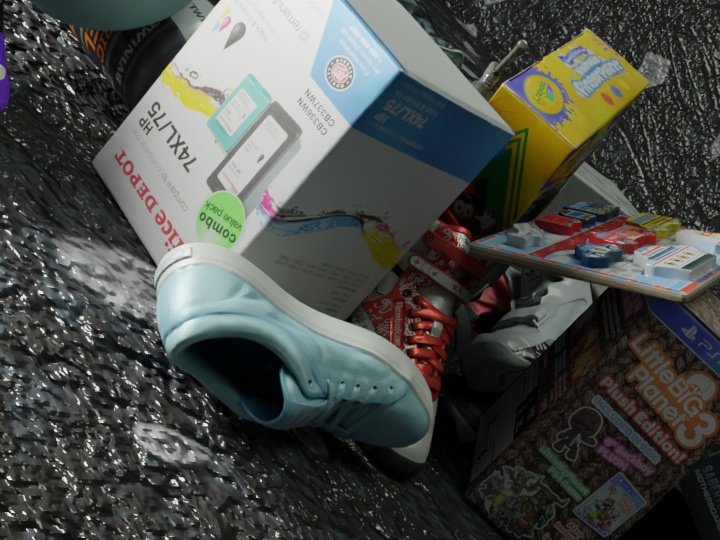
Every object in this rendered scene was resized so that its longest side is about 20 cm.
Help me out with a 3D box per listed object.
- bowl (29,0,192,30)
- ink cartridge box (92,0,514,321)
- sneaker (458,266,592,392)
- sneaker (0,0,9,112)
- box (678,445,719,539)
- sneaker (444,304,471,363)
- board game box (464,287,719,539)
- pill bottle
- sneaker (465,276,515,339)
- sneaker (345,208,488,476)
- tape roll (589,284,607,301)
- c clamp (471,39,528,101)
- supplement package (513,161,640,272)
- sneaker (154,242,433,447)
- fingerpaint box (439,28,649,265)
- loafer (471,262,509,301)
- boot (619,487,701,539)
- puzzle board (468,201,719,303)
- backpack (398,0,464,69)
[{"bbox_3d":[-0.174,-0.245,0.932,0.201,0.200,0.105,51,-23,26],"label":"bowl"},{"bbox_3d":[-0.038,-0.078,0.865,0.146,0.200,0.147,17,30,-55],"label":"ink cartridge box"},{"bbox_3d":[0.141,0.039,1.143,0.199,0.075,0.116,4,68,-50],"label":"sneaker"},{"bbox_3d":[-0.241,-0.174,0.789,0.069,0.100,0.201,22,25,-47],"label":"sneaker"},{"bbox_3d":[0.295,0.194,1.059,0.159,0.051,0.200,70,13,14],"label":"box"},{"bbox_3d":[0.000,0.000,1.035,0.200,0.073,0.071,46,41,7],"label":"sneaker"},{"bbox_3d":[0.179,0.097,0.954,0.097,0.200,0.160,42,16,-3],"label":"board game box"},{"bbox_3d":[-0.152,-0.179,1.017,0.200,0.106,0.106,51,17,26],"label":"pill bottle"},{"bbox_3d":[0.089,0.007,1.202,0.200,0.074,0.087,38,22,-15],"label":"sneaker"},{"bbox_3d":[0.038,0.033,0.899,0.067,0.108,0.202,33,28,-28],"label":"sneaker"},{"bbox_3d":[0.228,0.063,1.270,0.203,0.037,0.205,158,-90,-80],"label":"tape roll"},{"bbox_3d":[0.057,-0.089,1.101,0.027,0.201,0.171,35,-10,0],"label":"c clamp"},{"bbox_3d":[0.196,-0.049,1.457,0.199,0.156,0.111,29,22,-43],"label":"supplement package"},{"bbox_3d":[-0.037,0.067,0.760,0.199,0.074,0.082,30,35,-27],"label":"sneaker"},{"bbox_3d":[0.123,-0.083,1.032,0.073,0.167,0.200,42,32,7],"label":"fingerpaint box"},{"bbox_3d":[0.089,-0.010,1.146,0.068,0.071,0.200,28,35,23],"label":"loafer"},{"bbox_3d":[0.227,0.192,1.093,0.201,0.074,0.097,63,13,25],"label":"boot"},{"bbox_3d":[0.183,-0.019,0.934,0.150,0.018,0.200,13,17,28],"label":"puzzle board"},{"bbox_3d":[-0.029,-0.152,1.126,0.199,0.178,0.151,17,31,-33],"label":"backpack"}]
